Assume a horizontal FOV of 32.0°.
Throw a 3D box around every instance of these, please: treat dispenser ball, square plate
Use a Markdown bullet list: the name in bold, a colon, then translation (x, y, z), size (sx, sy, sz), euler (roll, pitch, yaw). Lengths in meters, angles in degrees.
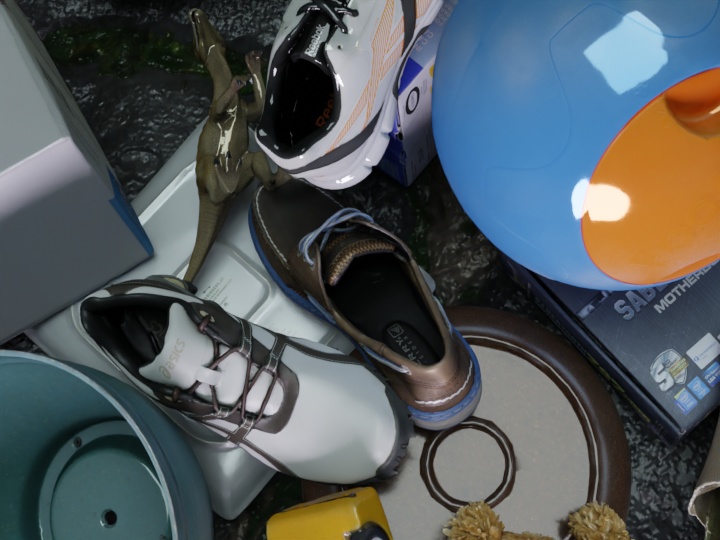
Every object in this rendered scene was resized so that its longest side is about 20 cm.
- **treat dispenser ball**: translation (0.137, -0.090, 0.670), size (0.199, 0.201, 0.203), euler (-1, 72, 4)
- **square plate**: translation (-0.088, 0.018, 0.796), size (0.198, 0.028, 0.200), euler (39, 79, 16)

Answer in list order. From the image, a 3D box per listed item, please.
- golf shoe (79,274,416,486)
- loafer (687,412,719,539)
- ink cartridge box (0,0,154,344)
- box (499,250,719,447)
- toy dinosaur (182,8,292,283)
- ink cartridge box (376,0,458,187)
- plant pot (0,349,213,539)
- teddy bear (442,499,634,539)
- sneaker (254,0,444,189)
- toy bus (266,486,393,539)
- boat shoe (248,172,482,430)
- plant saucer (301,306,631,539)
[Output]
- **golf shoe**: translation (-0.069, 0.063, 0.681), size (0.199, 0.094, 0.078), euler (22, 92, 22)
- **loafer**: translation (0.213, 0.107, 0.661), size (0.068, 0.076, 0.202), euler (11, 69, -21)
- **ink cartridge box**: translation (-0.248, -0.080, 0.764), size (0.145, 0.147, 0.201), euler (-30, 63, -4)
- **box**: translation (0.209, -0.017, 0.770), size (0.200, 0.051, 0.158), euler (-39, 72, -8)
- **toy dinosaur**: translation (-0.083, -0.061, 0.765), size (0.058, 0.101, 0.202), euler (9, 84, -30)
- **ink cartridge box**: translation (0.041, -0.144, 0.780), size (0.076, 0.137, 0.200), euler (36, 78, 15)
- **plant pot**: translation (-0.162, 0.144, 0.690), size (0.198, 0.134, 0.202), euler (-1, 87, 18)
- **teddy bear**: translation (0.125, 0.193, 0.662), size (0.199, 0.067, 0.145), euler (36, 48, 0)
- **sneaker**: translation (0.000, -0.139, 0.659), size (0.073, 0.080, 0.202), euler (19, 100, 21)
- **toy bus**: translation (0.017, 0.215, 0.665), size (0.065, 0.078, 0.202), euler (-19, 85, 32)
- **boat shoe**: translation (0.000, 0.000, 0.729), size (0.072, 0.073, 0.200), euler (-39, 61, -13)
- **plant saucer**: translation (0.063, 0.116, 0.739), size (0.198, 0.035, 0.202), euler (0, 76, 0)
